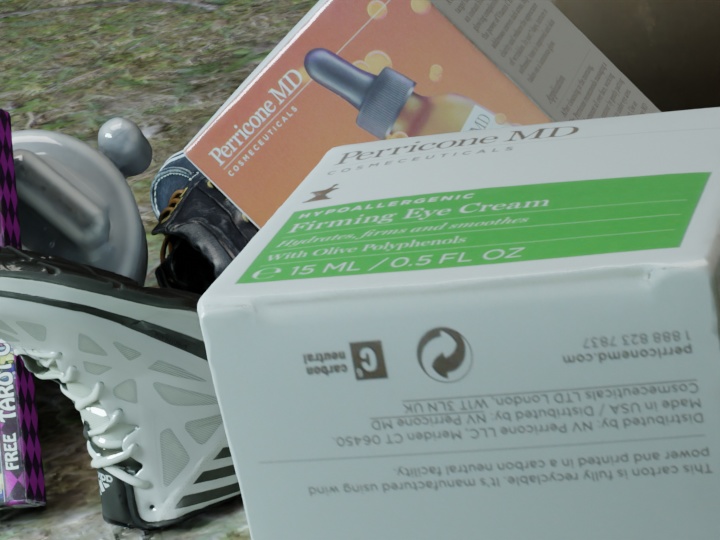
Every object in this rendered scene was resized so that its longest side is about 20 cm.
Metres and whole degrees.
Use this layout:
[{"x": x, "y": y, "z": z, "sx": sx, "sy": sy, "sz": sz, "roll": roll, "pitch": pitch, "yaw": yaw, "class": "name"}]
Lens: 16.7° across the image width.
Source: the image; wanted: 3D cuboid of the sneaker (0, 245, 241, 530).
[{"x": -0.119, "y": 0.060, "z": 1.136, "sx": 0.200, "sy": 0.116, "sz": 0.076, "roll": 16, "pitch": 2, "yaw": -28, "class": "sneaker"}]

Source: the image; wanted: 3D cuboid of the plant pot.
[{"x": 0.184, "y": -0.150, "z": 1.409, "sx": 0.174, "sy": 0.201, "sz": 0.200, "roll": -9, "pitch": 21, "yaw": -3, "class": "plant pot"}]

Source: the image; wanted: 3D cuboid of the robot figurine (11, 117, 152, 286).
[{"x": -0.173, "y": -0.012, "z": 1.338, "sx": 0.170, "sy": 0.113, "sz": 0.200, "roll": -48, "pitch": -2, "yaw": -6, "class": "robot figurine"}]

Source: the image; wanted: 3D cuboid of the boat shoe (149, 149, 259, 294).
[{"x": -0.091, "y": -0.024, "z": 1.414, "sx": 0.091, "sy": 0.071, "sz": 0.200, "roll": -13, "pitch": 20, "yaw": -30, "class": "boat shoe"}]

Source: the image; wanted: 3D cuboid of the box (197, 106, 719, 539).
[{"x": 0.071, "y": 0.061, "z": 0.952, "sx": 0.198, "sy": 0.201, "sz": 0.171, "roll": -5, "pitch": 20, "yaw": 20, "class": "box"}]

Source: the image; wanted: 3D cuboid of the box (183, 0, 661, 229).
[{"x": 0.044, "y": -0.053, "z": 1.190, "sx": 0.152, "sy": 0.200, "sz": 0.106, "roll": -44, "pitch": 6, "yaw": 29, "class": "box"}]

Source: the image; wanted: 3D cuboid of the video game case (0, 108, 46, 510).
[{"x": -0.254, "y": 0.028, "z": 1.224, "sx": 0.180, "sy": 0.201, "sz": 0.036, "roll": -7, "pitch": -8, "yaw": 10, "class": "video game case"}]
